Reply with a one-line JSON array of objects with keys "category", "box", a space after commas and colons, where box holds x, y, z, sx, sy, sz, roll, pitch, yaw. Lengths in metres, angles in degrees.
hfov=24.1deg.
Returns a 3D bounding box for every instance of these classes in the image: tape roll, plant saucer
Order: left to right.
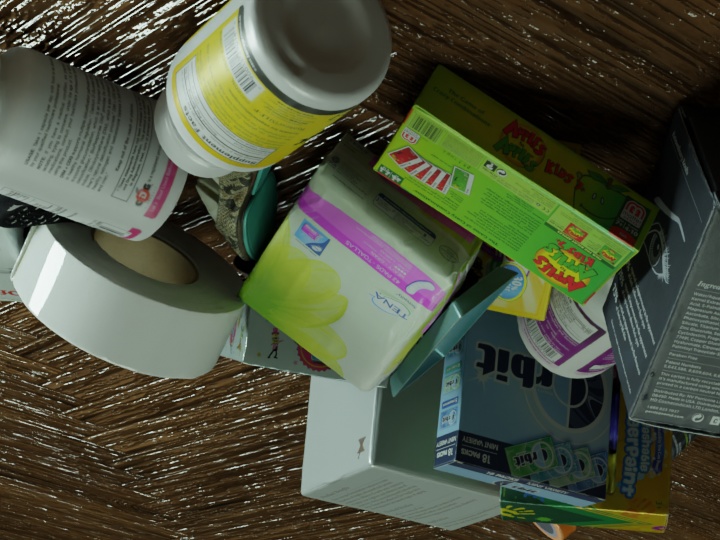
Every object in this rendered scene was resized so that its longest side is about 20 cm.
[{"category": "tape roll", "box": [-0.205, 0.012, 1.498, 0.201, 0.071, 0.203, 25, -161, -9]}, {"category": "plant saucer", "box": [0.075, 0.053, 1.457, 0.019, 0.070, 0.200, 49, 153, 9]}]

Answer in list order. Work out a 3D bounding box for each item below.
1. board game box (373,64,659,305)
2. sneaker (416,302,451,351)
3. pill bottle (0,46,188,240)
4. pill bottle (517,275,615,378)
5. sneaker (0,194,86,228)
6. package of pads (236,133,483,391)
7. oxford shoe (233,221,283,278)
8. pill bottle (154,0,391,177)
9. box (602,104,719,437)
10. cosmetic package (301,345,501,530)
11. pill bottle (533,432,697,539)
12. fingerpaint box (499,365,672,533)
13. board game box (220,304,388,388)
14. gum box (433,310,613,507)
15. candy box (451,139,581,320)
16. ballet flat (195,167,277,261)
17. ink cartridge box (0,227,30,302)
[{"category": "board game box", "box": [0.117, -0.063, 1.294, 0.199, 0.048, 0.102, 33, 149, -2]}, {"category": "sneaker", "box": [0.090, -0.013, 1.518, 0.074, 0.080, 0.200, 28, 139, -4]}, {"category": "pill bottle", "box": [-0.242, -0.106, 1.317, 0.199, 0.114, 0.113, 21, 154, -30]}, {"category": "pill bottle", "box": [0.221, 0.016, 1.480, 0.111, 0.113, 0.200, 12, 158, -13]}, {"category": "sneaker", "box": [-0.247, -0.088, 1.434, 0.071, 0.083, 0.199, -30, 166, 30]}, {"category": "package of pads", "box": [0.000, 0.000, 1.434, 0.154, 0.068, 0.200, 38, 138, 0]}, {"category": "oxford shoe", "box": [-0.052, -0.014, 1.546, 0.072, 0.072, 0.200, 22, 154, -24]}, {"category": "pill bottle", "box": [-0.072, -0.136, 1.198, 0.111, 0.112, 0.200, 18, 156, -26]}, {"category": "box", "box": [0.268, 0.002, 1.273, 0.103, 0.148, 0.201, 10, 124, -9]}, {"category": "cosmetic package", "box": [0.064, 0.172, 1.834, 0.199, 0.168, 0.167, 17, 156, -25]}, {"category": "pill bottle", "box": [0.255, 0.193, 1.766, 0.106, 0.200, 0.106, 44, 163, 18]}, {"category": "fingerpaint box", "box": [0.229, 0.150, 1.686, 0.165, 0.202, 0.073, 4, 158, 9]}, {"category": "board game box", "box": [-0.059, 0.072, 1.687, 0.146, 0.065, 0.200, 11, 176, -12]}, {"category": "gum box", "box": [0.160, 0.107, 1.602, 0.169, 0.202, 0.044, 17, 156, -25]}, {"category": "candy box", "box": [0.119, -0.038, 1.400, 0.101, 0.027, 0.201, 10, 139, 5]}, {"category": "ballet flat", "box": [-0.106, -0.079, 1.427, 0.075, 0.068, 0.200, 27, 155, 8]}, {"category": "ink cartridge box", "box": [-0.370, -0.049, 1.534, 0.145, 0.084, 0.200, 5, 157, 3]}]
